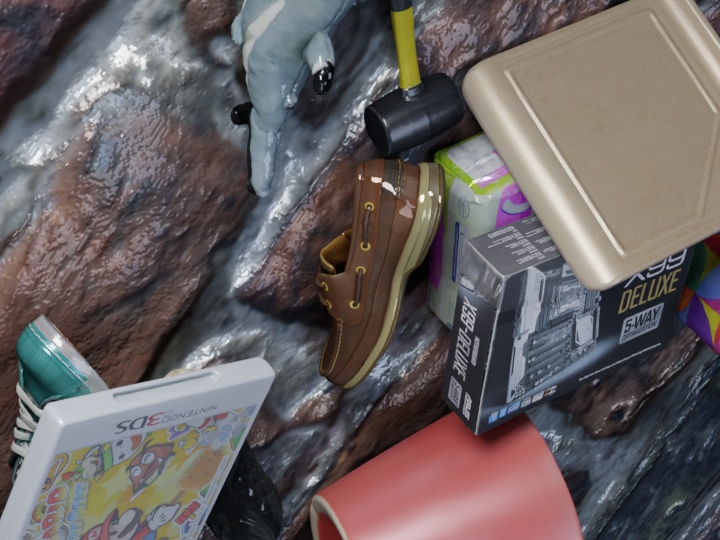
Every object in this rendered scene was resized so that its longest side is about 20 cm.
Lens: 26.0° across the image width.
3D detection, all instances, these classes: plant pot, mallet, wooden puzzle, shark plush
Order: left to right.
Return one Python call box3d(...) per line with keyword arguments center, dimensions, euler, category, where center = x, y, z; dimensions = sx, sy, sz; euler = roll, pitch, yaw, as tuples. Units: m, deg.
box3d(center=(-0.044, -0.137, 0.933), dimensions=(0.090, 0.083, 0.201), euler=(9, 117, -46), category="shark plush")
box3d(center=(0.036, -0.169, 1.018), dimensions=(0.065, 0.041, 0.201), euler=(-20, 131, -23), category="mallet")
box3d(center=(0.064, 0.222, 1.271), dimensions=(0.176, 0.201, 0.202), euler=(-17, 134, -17), category="plant pot")
box3d(center=(0.195, -0.098, 1.122), dimensions=(0.199, 0.186, 0.037), euler=(-26, 165, -21), category="wooden puzzle")

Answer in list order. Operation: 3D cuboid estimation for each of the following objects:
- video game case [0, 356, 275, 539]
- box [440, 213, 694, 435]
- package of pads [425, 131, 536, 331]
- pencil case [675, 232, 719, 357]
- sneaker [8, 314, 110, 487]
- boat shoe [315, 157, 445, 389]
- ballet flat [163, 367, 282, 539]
box3d(center=(-0.159, 0.152, 1.030), dimensions=(0.181, 0.023, 0.201), euler=(-10, 136, -47), category="video game case")
box3d(center=(0.160, 0.020, 1.175), dimensions=(0.199, 0.050, 0.159), euler=(-20, 137, -28), category="box")
box3d(center=(0.144, -0.053, 1.189), dimensions=(0.199, 0.068, 0.155), euler=(-25, 138, -26), category="package of pads")
box3d(center=(0.282, 0.003, 1.268), dimensions=(0.088, 0.200, 0.089), euler=(-16, 132, -19), category="pencil case")
box3d(center=(-0.196, 0.115, 1.024), dimensions=(0.080, 0.071, 0.201), euler=(-35, 142, -19), category="sneaker")
box3d(center=(0.000, 0.000, 1.116), dimensions=(0.067, 0.072, 0.201), euler=(13, 128, -11), category="boat shoe")
box3d(center=(-0.108, 0.139, 1.156), dimensions=(0.066, 0.057, 0.201), euler=(-14, 133, 5), category="ballet flat")
